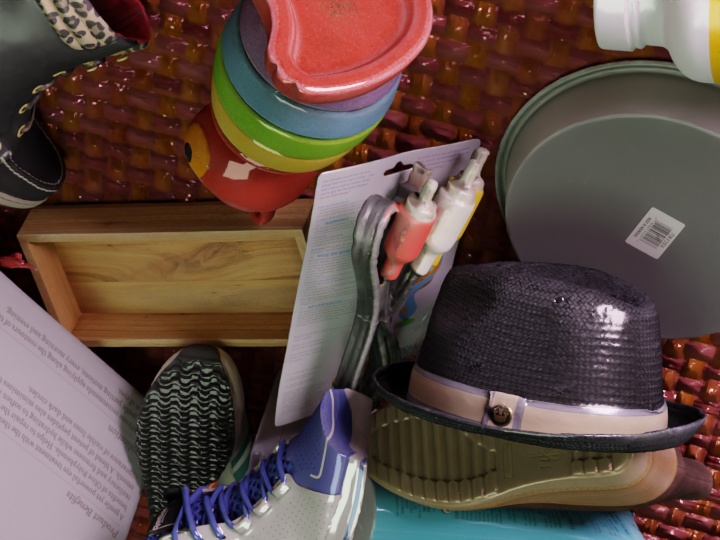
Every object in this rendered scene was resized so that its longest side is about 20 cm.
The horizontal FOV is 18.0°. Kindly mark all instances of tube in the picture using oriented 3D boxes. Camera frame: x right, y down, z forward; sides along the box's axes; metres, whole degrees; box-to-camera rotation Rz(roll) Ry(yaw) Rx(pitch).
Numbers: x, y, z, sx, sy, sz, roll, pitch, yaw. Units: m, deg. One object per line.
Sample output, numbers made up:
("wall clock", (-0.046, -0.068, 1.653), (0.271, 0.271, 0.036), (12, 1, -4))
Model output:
("tube", (0.094, 0.163, 1.485), (0.200, 0.077, 0.050), (5, 120, -18))

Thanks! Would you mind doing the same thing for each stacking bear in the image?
("stacking bear", (-0.043, -0.104, 1.325), (0.114, 0.121, 0.200), (-10, 155, -27))

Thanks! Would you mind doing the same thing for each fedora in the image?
("fedora", (0.109, 0.044, 1.344), (0.201, 0.201, 0.092), (9, 98, 12))

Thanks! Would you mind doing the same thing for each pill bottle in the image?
("pill bottle", (0.226, -0.148, 1.191), (0.200, 0.104, 0.104), (4, 131, 15))

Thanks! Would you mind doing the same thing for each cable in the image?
("cable", (0.021, 0.017, 1.365), (0.050, 0.097, 0.200), (29, 121, 23))

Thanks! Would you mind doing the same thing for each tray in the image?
("tray", (-0.115, 0.002, 1.491), (0.200, 0.037, 0.099), (-1, 130, 19))

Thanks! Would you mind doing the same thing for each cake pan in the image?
("cake pan", (0.175, -0.034, 1.357), (0.200, 0.037, 0.200), (10, 133, 11))

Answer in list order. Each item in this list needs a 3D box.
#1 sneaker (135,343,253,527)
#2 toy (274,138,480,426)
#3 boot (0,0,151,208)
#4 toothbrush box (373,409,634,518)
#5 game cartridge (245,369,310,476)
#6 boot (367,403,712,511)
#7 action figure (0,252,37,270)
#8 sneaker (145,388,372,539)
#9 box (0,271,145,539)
("sneaker", (-0.107, 0.123, 1.562), (0.070, 0.093, 0.200), (6, 121, 10))
("toy", (0.000, 0.000, 1.420), (0.047, 0.115, 0.200), (46, 140, 40))
("boot", (-0.196, -0.121, 1.377), (0.151, 0.073, 0.200), (-20, 139, 18))
("toothbrush box", (0.067, 0.203, 1.573), (0.200, 0.085, 0.146), (23, 133, 0))
("game cartridge", (-0.060, 0.174, 1.554), (0.042, 0.133, 0.200), (13, 124, 7))
("boot", (0.113, 0.127, 1.460), (0.200, 0.072, 0.166), (1, 169, 24))
("action figure", (-0.276, -0.049, 1.442), (0.099, 0.065, 0.200), (0, 163, 28))
("sneaker", (-0.070, 0.158, 1.416), (0.115, 0.081, 0.199), (18, 124, -9))
("box", (-0.280, 0.127, 1.527), (0.200, 0.171, 0.199), (-9, 141, 35))
